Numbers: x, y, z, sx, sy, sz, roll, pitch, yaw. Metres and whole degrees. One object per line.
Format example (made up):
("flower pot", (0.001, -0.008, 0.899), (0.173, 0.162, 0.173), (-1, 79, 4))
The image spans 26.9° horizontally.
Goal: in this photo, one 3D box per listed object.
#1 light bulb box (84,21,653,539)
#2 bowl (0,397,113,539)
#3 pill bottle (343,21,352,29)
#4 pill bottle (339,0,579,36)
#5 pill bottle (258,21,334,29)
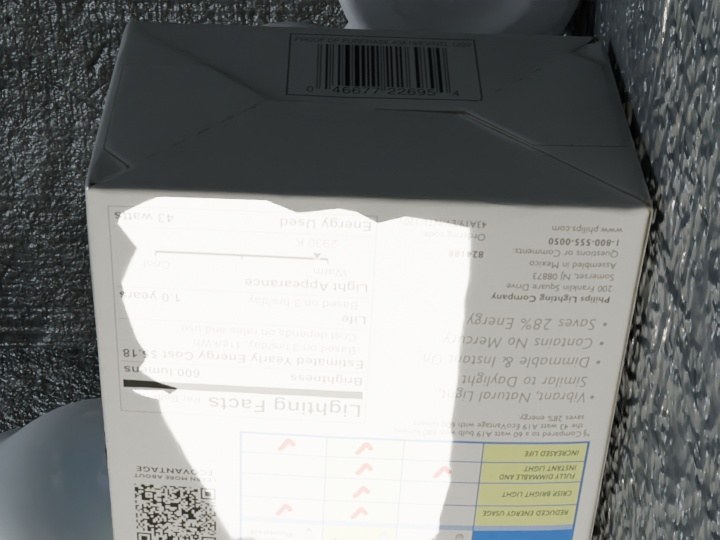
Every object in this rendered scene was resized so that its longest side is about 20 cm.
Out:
("light bulb box", (-0.001, 0.021, 0.604), (0.125, 0.196, 0.202), (-89, 2, -54))
("bowl", (-0.094, 0.132, 0.714), (0.090, 0.200, 0.202), (-45, 28, 29))
("pill bottle", (0.034, -0.035, 0.777), (0.115, 0.113, 0.202), (94, 177, -59))
("pill bottle", (0.038, -0.164, 0.706), (0.200, 0.110, 0.112), (-96, 7, -68))
("pill bottle", (-0.048, -0.033, 0.866), (0.111, 0.110, 0.202), (94, -173, -61))
